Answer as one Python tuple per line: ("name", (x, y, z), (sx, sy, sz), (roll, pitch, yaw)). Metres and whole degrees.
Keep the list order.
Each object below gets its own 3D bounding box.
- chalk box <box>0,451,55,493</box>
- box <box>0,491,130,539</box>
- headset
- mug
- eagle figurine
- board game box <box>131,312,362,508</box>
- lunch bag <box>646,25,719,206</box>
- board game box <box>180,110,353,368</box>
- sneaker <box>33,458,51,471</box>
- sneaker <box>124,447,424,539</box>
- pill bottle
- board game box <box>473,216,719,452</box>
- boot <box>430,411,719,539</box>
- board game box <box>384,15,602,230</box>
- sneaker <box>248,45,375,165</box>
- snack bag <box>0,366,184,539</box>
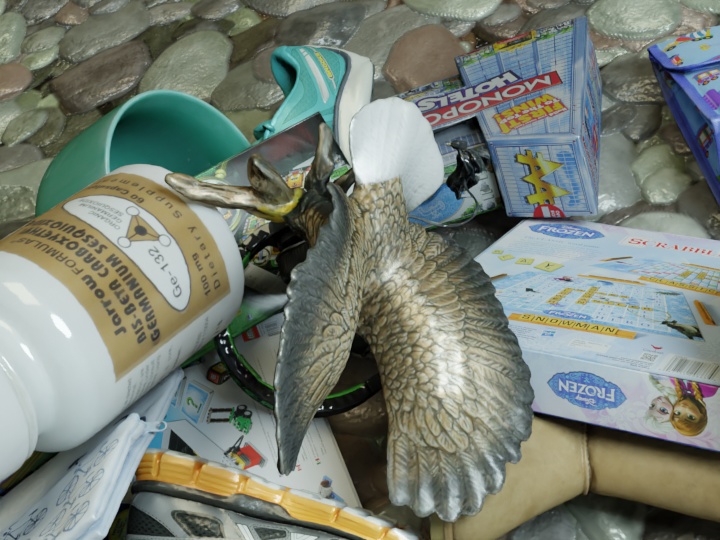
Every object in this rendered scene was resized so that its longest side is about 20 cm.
("chalk box", (-0.297, 0.096, 0.883), (0.200, 0.124, 0.125), (-35, 66, -7))
("box", (-0.229, 0.195, 0.899), (0.199, 0.032, 0.121), (1, 48, 21))
("headset", (0.000, 0.000, 0.880), (0.200, 0.094, 0.124), (-41, 84, -17))
("mug", (-0.158, -0.029, 0.994), (0.114, 0.152, 0.185), (-26, 4, 38))
("eagle figurine", (0.000, 0.020, 0.752), (0.151, 0.151, 0.200), (-18, 40, -11))
("board game box", (-0.075, 0.125, 0.879), (0.126, 0.035, 0.200), (-18, 50, -8))
("lunch bag", (0.294, -0.129, 0.994), (0.150, 0.094, 0.200), (-18, 31, 5))
("board game box", (-0.085, -0.014, 0.922), (0.200, 0.105, 0.023), (-29, 3, -22))
("sneaker", (-0.251, 0.106, 0.966), (0.199, 0.073, 0.085), (-23, 41, -3))
("sneaker", (-0.037, 0.158, 0.786), (0.199, 0.078, 0.078), (15, 80, 13))
("pill bottle", (-0.163, 0.032, 0.778), (0.114, 0.115, 0.200), (13, 35, 31))
("board game box", (0.151, 0.028, 0.853), (0.199, 0.041, 0.199), (11, 26, 30))
("boot", (0.159, 0.113, 0.774), (0.199, 0.066, 0.175), (10, 28, 29))
("board game box", (0.089, -0.091, 1.002), (0.199, 0.062, 0.200), (-18, 27, 4))
("sneaker", (-0.042, -0.074, 1.020), (0.079, 0.078, 0.201), (12, 59, -13))
("snack bag", (-0.181, 0.136, 0.793), (0.188, 0.021, 0.200), (-38, 12, 19))
